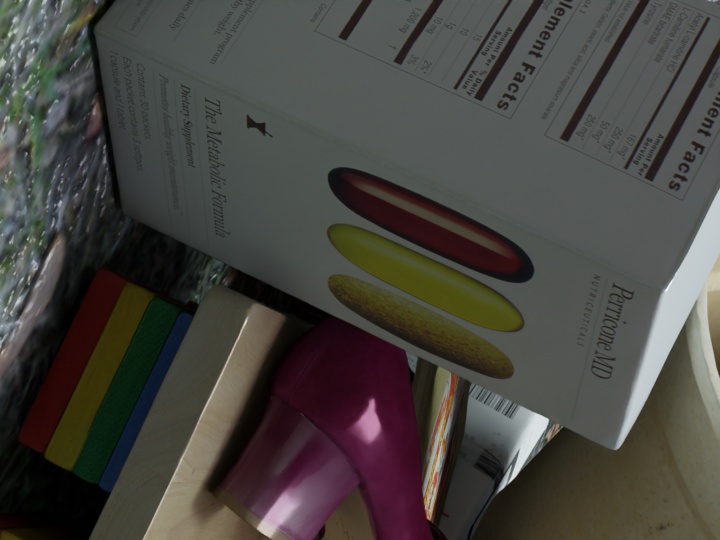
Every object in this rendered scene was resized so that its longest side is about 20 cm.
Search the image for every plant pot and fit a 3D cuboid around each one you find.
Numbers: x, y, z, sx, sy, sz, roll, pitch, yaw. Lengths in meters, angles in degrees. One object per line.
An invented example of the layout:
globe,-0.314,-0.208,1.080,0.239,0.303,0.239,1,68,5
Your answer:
plant pot,0.147,0.104,0.791,0.183,0.201,0.201,-42,-176,39

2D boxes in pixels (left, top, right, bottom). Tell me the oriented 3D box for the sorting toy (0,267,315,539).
sorting toy,-0.088,0.099,0.764,0.200,0.069,0.200,-65,167,-1

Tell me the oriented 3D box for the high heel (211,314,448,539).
high heel,0.016,0.079,0.780,0.096,0.067,0.200,-54,142,-4

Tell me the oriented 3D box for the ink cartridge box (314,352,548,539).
ink cartridge box,0.018,0.109,1.087,0.200,0.116,0.068,-52,162,-40

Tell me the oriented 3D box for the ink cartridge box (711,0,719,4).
ink cartridge box,0.073,-0.124,0.822,0.200,0.145,0.084,-39,151,-60

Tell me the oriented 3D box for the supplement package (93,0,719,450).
supplement package,0.027,-0.047,0.662,0.110,0.199,0.114,-58,164,-27

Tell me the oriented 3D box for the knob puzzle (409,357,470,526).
knob puzzle,0.027,0.065,0.935,0.220,0.030,0.221,12,90,-81

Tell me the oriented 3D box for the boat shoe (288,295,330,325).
boat shoe,0.000,0.000,0.918,0.200,0.072,0.068,14,99,-79
